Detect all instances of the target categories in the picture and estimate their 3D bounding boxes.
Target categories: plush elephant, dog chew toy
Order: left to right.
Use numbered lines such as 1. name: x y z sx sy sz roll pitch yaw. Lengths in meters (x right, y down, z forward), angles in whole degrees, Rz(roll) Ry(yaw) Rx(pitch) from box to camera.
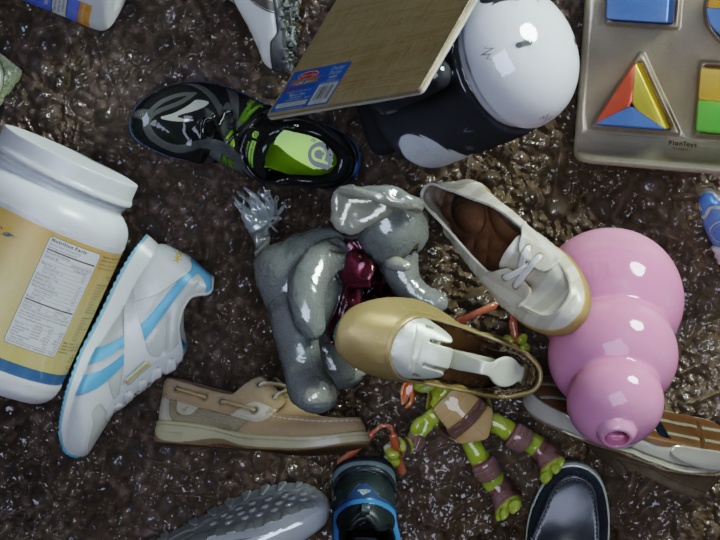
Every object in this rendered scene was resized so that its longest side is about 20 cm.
1. plush elephant: 0.000 0.000 1.703 0.154 0.165 0.201 -22 85 11
2. dog chew toy: 0.207 0.061 1.694 0.124 0.200 0.125 2 136 2

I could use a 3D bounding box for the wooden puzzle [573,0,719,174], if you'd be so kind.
1. wooden puzzle: 0.273 -0.184 1.726 0.185 0.046 0.201 6 93 18

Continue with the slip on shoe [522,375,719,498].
1. slip on shoe: 0.223 0.145 1.750 0.199 0.076 0.061 15 119 -22

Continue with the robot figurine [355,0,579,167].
1. robot figurine: 0.085 -0.159 1.690 0.125 0.200 0.151 43 49 -27

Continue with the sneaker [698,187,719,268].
1. sneaker: 0.379 -0.076 1.743 0.200 0.076 0.077 -32 98 1

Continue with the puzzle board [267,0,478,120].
1. puzzle board: 0.020 -0.188 1.663 0.017 0.200 0.151 42 63 -28

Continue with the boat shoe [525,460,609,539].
1. boat shoe: 0.172 0.264 1.775 0.074 0.062 0.201 14 92 1

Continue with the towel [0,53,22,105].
1. towel: -0.400 -0.133 1.760 0.148 0.036 0.200 34 93 -1

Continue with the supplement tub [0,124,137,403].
1. supplement tub: -0.282 -0.005 1.714 0.144 0.145 0.201 25 93 -2

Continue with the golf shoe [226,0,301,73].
1. golf shoe: -0.110 -0.254 1.736 0.094 0.078 0.201 -17 82 5

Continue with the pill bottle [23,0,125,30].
1. pill bottle: -0.284 -0.285 1.711 0.199 0.112 0.112 22 94 -2

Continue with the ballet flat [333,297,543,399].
1. ballet flat: 0.069 0.064 1.651 0.200 0.063 0.069 12 94 -40

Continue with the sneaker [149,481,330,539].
1. sneaker: -0.111 0.250 1.776 0.199 0.076 0.081 -24 105 6

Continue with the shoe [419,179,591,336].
1. shoe: 0.116 -0.014 1.699 0.053 0.200 0.070 24 106 -45

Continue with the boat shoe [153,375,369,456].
1. boat shoe: -0.085 0.120 1.735 0.199 0.071 0.065 2 82 24

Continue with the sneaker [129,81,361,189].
1. sneaker: -0.096 -0.115 1.737 0.199 0.083 0.071 14 94 -1

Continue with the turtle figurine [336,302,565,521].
1. turtle figurine: 0.087 0.136 1.764 0.200 0.064 0.161 -44 100 -6

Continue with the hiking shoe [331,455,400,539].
1. hiking shoe: 0.004 0.257 1.737 0.074 0.087 0.201 -6 120 6

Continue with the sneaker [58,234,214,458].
1. sneaker: -0.196 0.074 1.755 0.081 0.077 0.201 26 95 -3
